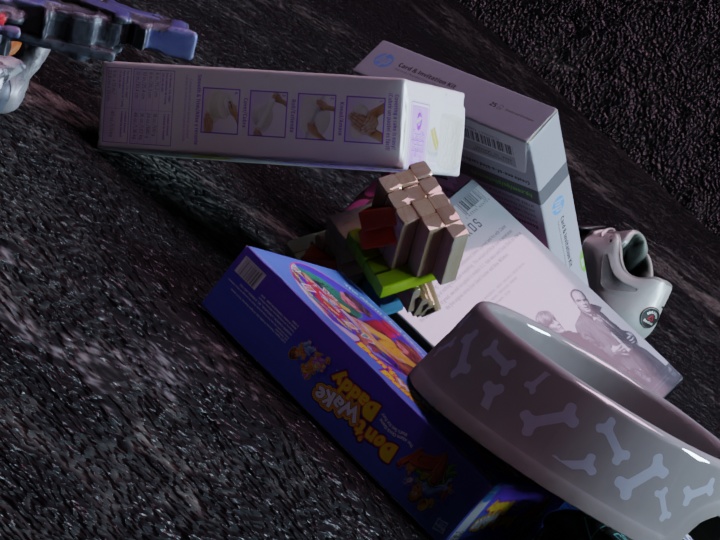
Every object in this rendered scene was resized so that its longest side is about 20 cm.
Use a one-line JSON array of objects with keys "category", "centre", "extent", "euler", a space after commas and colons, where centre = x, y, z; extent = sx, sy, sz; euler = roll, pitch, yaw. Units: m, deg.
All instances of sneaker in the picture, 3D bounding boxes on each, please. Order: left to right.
[{"category": "sneaker", "centre": [0.124, 0.174, 1.492], "extent": [0.079, 0.076, 0.200], "euler": [26, 3, 6]}, {"category": "sneaker", "centre": [0.217, -0.009, 2.480], "extent": [0.074, 0.089, 0.200], "euler": [27, 15, -43]}]

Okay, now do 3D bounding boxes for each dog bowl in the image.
[{"category": "dog bowl", "centre": [0.125, 0.086, 1.528], "extent": [0.200, 0.059, 0.200], "euler": [32, 7, -4]}]

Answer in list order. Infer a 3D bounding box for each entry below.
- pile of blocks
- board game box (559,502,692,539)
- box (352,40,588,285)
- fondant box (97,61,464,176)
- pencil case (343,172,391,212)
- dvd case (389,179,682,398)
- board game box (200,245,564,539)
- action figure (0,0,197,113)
[{"category": "pile of blocks", "centre": [0.000, 0.000, 1.685], "extent": [0.082, 0.062, 0.200], "euler": [69, -23, 7]}, {"category": "board game box", "centre": [0.217, 0.199, 1.694], "extent": [0.195, 0.056, 0.200], "euler": [33, 12, -31]}, {"category": "box", "centre": [0.081, -0.055, 1.945], "extent": [0.155, 0.041, 0.201], "euler": [24, -35, 33]}, {"category": "fondant box", "centre": [-0.048, -0.095, 1.729], "extent": [0.199, 0.059, 0.144], "euler": [3, 1, 17]}, {"category": "pencil case", "centre": [0.074, 0.013, 1.914], "extent": [0.200, 0.091, 0.094], "euler": [42, -11, 1]}, {"category": "dvd case", "centre": [0.104, 0.043, 1.825], "extent": [0.200, 0.025, 0.150], "euler": [43, 44, 8]}, {"category": "board game box", "centre": [0.016, 0.073, 1.558], "extent": [0.200, 0.045, 0.134], "euler": [44, 11, 22]}, {"category": "action figure", "centre": [-0.191, -0.118, 1.508], "extent": [0.199, 0.105, 0.194], "euler": [14, 17, 1]}]
